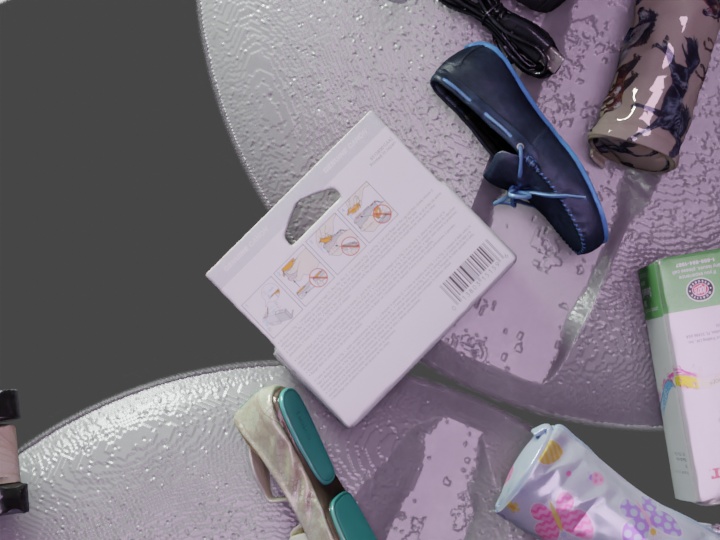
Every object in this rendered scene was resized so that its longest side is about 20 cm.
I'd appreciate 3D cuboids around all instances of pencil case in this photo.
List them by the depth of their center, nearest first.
[{"bbox_3d":[0.208,0.208,1.473,0.199,0.083,0.091,32,108,1],"label":"pencil case"},{"bbox_3d":[0.249,-0.180,1.510,0.077,0.089,0.202,20,85,-30],"label":"pencil case"}]

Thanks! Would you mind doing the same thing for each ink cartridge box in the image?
[{"bbox_3d":[0.319,0.082,1.489,0.144,0.088,0.202,-9,85,-4],"label":"ink cartridge box"},{"bbox_3d":[0.000,0.000,1.498,0.200,0.044,0.174,-44,89,-5],"label":"ink cartridge box"}]

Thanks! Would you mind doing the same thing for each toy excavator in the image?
[{"bbox_3d":[-0.388,0.160,1.440,0.194,0.199,0.101,-3,83,-48],"label":"toy excavator"}]

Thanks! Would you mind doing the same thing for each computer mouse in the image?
[{"bbox_3d":[0.167,-0.271,1.515,0.138,0.053,0.200,42,83,11],"label":"computer mouse"}]

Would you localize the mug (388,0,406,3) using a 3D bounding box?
[{"bbox_3d":[0.051,-0.314,1.458,0.146,0.175,0.202,15,85,-2],"label":"mug"}]

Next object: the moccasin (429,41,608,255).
[{"bbox_3d":[0.126,-0.091,1.501,0.068,0.081,0.201,-30,75,-19],"label":"moccasin"}]

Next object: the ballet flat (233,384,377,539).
[{"bbox_3d":[-0.041,0.189,1.481,0.062,0.067,0.201,-29,84,23],"label":"ballet flat"}]
